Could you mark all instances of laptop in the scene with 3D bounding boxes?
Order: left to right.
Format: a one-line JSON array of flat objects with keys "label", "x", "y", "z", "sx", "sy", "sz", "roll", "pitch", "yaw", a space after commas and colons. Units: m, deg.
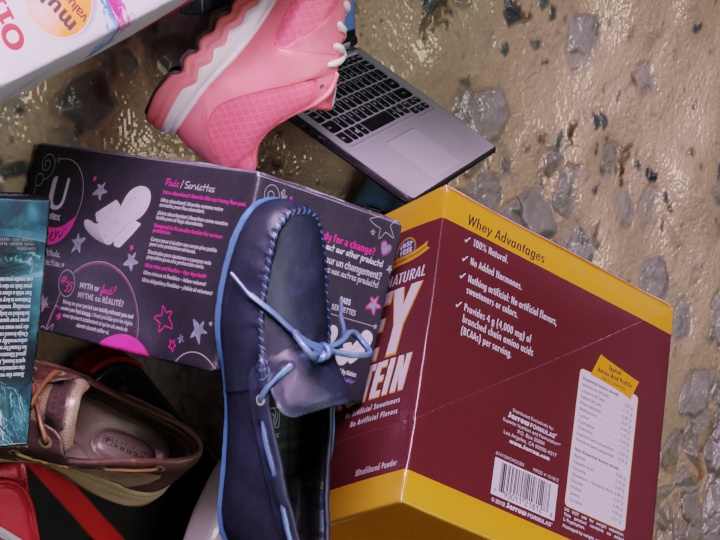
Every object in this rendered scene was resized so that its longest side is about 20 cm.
[{"label": "laptop", "x": 0.009, "y": -0.161, "z": 1.261, "sx": 0.116, "sy": 0.199, "sz": 0.187, "roll": -58, "pitch": 170, "yaw": 23}]

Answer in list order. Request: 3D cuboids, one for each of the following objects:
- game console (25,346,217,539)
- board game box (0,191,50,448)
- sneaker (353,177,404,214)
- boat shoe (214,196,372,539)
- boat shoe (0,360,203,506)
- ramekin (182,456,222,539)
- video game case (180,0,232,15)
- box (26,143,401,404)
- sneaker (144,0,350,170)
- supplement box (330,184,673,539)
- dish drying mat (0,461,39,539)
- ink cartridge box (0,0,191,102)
[{"label": "game console", "x": -0.163, "y": 0.167, "z": 1.243, "sx": 0.177, "sy": 0.031, "sz": 0.201, "roll": -51, "pitch": 129, "yaw": -21}, {"label": "board game box", "x": -0.248, "y": 0.026, "z": 0.972, "sx": 0.199, "sy": 0.028, "sz": 0.137, "roll": 1, "pitch": 98, "yaw": -46}, {"label": "sneaker", "x": 0.000, "y": 0.000, "z": 1.352, "sx": 0.090, "sy": 0.078, "sz": 0.202, "roll": 27, "pitch": 77, "yaw": -43}, {"label": "boat shoe", "x": -0.030, "y": 0.062, "z": 1.039, "sx": 0.084, "sy": 0.068, "sz": 0.202, "roll": -17, "pitch": 111, "yaw": -43}, {"label": "boat shoe", "x": -0.183, "y": 0.081, "z": 1.136, "sx": 0.199, "sy": 0.072, "sz": 0.073, "roll": 27, "pitch": 57, "yaw": -26}, {"label": "ramekin", "x": -0.029, "y": 0.198, "z": 1.291, "sx": 0.200, "sy": 0.104, "sz": 0.202, "roll": -44, "pitch": 142, "yaw": -47}, {"label": "video game case", "x": -0.073, "y": -0.245, "z": 1.211, "sx": 0.200, "sy": 0.019, "sz": 0.144, "roll": -40, "pitch": 128, "yaw": -65}, {"label": "box", "x": -0.096, "y": -0.001, "z": 1.154, "sx": 0.132, "sy": 0.199, "sz": 0.116, "roll": 16, "pitch": 86, "yaw": -47}, {"label": "sneaker", "x": -0.035, "y": -0.140, "z": 1.146, "sx": 0.087, "sy": 0.074, "sz": 0.200, "roll": 42, "pitch": 97, "yaw": -8}, {"label": "supplement box", "x": 0.072, "y": 0.091, "z": 1.203, "sx": 0.196, "sy": 0.132, "sz": 0.202, "roll": 26, "pitch": 60, "yaw": -29}, {"label": "dish drying mat", "x": -0.273, "y": 0.171, "z": 1.110, "sx": 0.199, "sy": 0.018, "sz": 0.078, "roll": -19, "pitch": 111, "yaw": -37}, {"label": "ink cartridge box", "x": -0.184, "y": -0.178, "z": 1.043, "sx": 0.199, "sy": 0.144, "sz": 0.146, "roll": -35, "pitch": 100, "yaw": -37}]
